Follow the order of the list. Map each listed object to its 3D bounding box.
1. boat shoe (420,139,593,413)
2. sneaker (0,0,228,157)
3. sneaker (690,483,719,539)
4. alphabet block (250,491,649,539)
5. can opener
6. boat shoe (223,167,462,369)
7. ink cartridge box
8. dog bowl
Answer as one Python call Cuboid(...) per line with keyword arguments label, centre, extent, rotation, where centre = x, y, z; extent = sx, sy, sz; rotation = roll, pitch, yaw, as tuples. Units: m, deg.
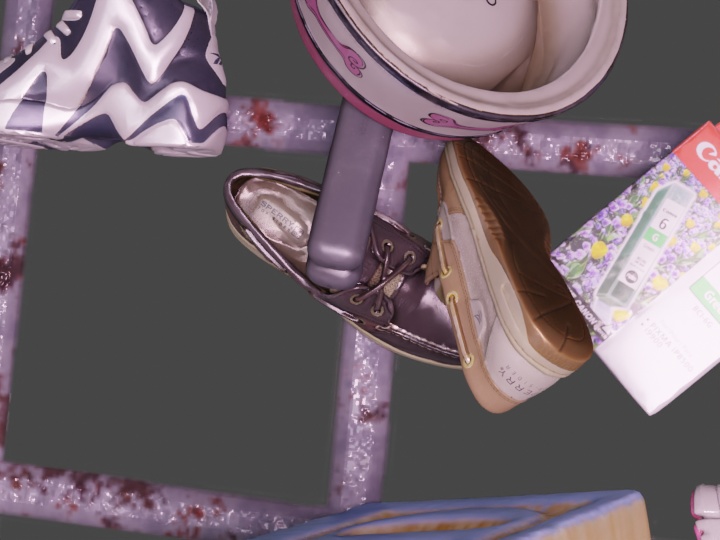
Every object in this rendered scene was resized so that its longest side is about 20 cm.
Cuboid(label="boat shoe", centre=(0.067, -0.004, 0.733), extent=(0.074, 0.200, 0.066), rotation=(31, 117, -26))
Cuboid(label="sneaker", centre=(-0.178, -0.143, 0.824), extent=(0.199, 0.079, 0.130), rotation=(4, 87, 11))
Cuboid(label="sneaker", centre=(0.244, 0.185, 0.690), extent=(0.087, 0.074, 0.200), rotation=(-28, 44, 15))
Cuboid(label="alphabet block", centre=(0.039, 0.230, 0.672), extent=(0.195, 0.196, 0.201), rotation=(-10, 86, 36))
Cuboid(label="can opener", centre=(0.020, -0.082, 0.764), extent=(0.067, 0.053, 0.200), rotation=(12, 65, 1))
Cuboid(label="boat shoe", centre=(0.000, 0.000, 0.789), extent=(0.200, 0.065, 0.073), rotation=(27, 91, 10))
Cuboid(label="ink cartridge box", centre=(0.208, -0.022, 0.757), extent=(0.200, 0.050, 0.109), rotation=(-41, 80, 8))
Cuboid(label="dog bowl", centre=(0.048, -0.163, 0.740), extent=(0.200, 0.074, 0.201), rotation=(9, 68, -24))
